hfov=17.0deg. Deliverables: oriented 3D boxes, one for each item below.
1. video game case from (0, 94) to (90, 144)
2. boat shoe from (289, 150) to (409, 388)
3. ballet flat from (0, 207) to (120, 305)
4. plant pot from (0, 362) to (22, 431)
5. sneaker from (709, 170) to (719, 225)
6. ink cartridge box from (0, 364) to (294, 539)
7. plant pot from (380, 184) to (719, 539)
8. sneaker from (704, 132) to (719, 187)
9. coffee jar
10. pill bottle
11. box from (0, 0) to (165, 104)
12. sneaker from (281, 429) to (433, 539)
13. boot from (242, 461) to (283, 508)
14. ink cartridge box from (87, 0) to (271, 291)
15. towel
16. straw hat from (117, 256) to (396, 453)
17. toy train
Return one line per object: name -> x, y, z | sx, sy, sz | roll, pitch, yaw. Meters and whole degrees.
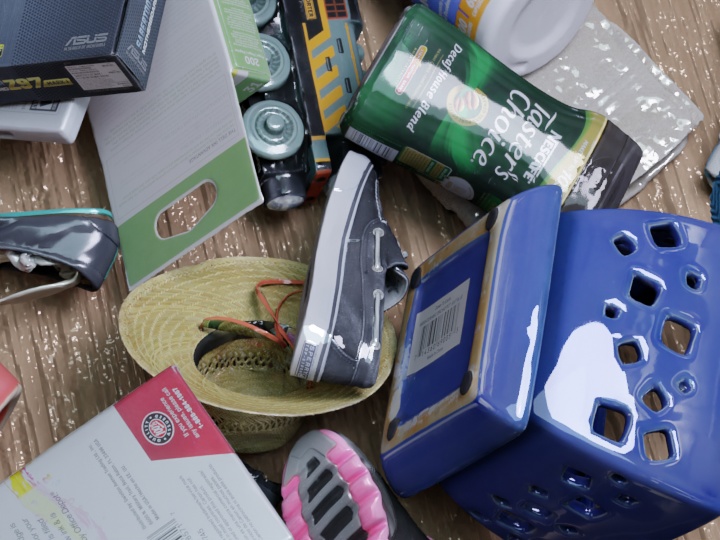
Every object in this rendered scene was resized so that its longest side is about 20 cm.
video game case -> -0.251, -0.185, 1.724 | 0.181, 0.023, 0.201 | 6, 65, 27
boat shoe -> 0.000, 0.000, 1.612 | 0.067, 0.072, 0.201 | 15, 41, -4
ballet flat -> -0.266, -0.011, 1.663 | 0.198, 0.073, 0.074 | 2, 67, 2
plant pot -> -0.332, 0.084, 1.568 | 0.177, 0.200, 0.201 | 34, 69, -1
sneaker -> 0.309, 0.006, 1.566 | 0.080, 0.077, 0.201 | -14, 61, -23
ink cartridge box -> -0.146, 0.191, 1.484 | 0.199, 0.145, 0.146 | -34, 66, -7
plant pot -> 0.127, 0.066, 1.568 | 0.179, 0.200, 0.202 | 19, 64, -19
sneaker -> 0.287, -0.101, 1.749 | 0.086, 0.075, 0.202 | -12, 69, -3
coffee jar -> 0.092, -0.092, 1.670 | 0.199, 0.085, 0.105 | 31, 75, -2
pill bottle -> 0.071, -0.241, 1.754 | 0.112, 0.112, 0.200 | -35, 59, -17
box -> -0.229, -0.195, 1.673 | 0.198, 0.051, 0.159 | -2, 60, 24
sneaker -> 0.022, 0.192, 1.597 | 0.079, 0.095, 0.201 | -36, 80, 24
boot -> -0.092, 0.209, 1.589 | 0.197, 0.073, 0.163 | 19, 68, 8
ink cartridge box -> -0.124, -0.104, 1.680 | 0.048, 0.145, 0.202 | 7, 59, -48
towel -> 0.142, -0.095, 1.753 | 0.199, 0.035, 0.133 | -37, 74, -16
straw hat -> -0.072, 0.076, 1.630 | 0.199, 0.086, 0.202 | 9, 31, -5
toy train -> -0.047, -0.139, 1.733 | 0.113, 0.085, 0.202 | -6, 68, -17
